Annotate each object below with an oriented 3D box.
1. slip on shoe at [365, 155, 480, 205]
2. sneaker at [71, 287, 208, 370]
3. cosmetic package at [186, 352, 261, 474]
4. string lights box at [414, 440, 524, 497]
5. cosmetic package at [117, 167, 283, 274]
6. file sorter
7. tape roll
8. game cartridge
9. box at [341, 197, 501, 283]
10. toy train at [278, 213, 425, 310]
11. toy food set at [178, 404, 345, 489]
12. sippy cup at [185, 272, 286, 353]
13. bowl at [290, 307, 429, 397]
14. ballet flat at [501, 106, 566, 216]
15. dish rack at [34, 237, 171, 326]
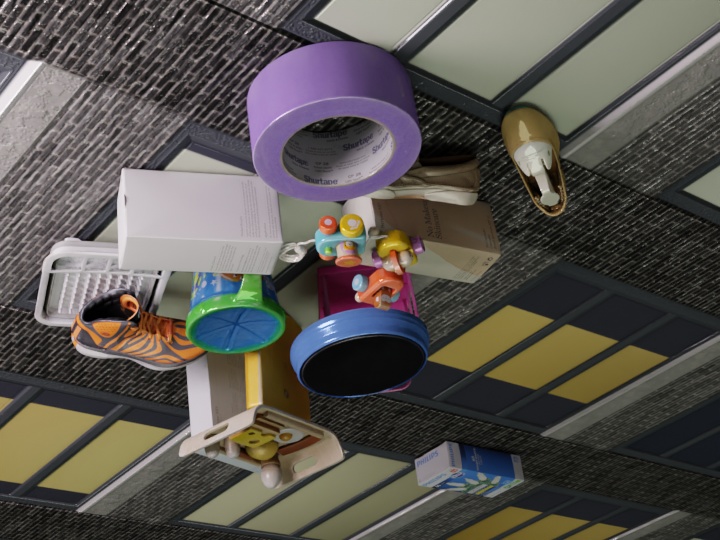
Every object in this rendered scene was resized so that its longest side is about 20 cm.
[{"bbox_3d":[0.059,-0.126,1.568,0.199,0.076,0.061,6,110,-11],"label":"slip on shoe"},{"bbox_3d":[-0.300,0.081,1.712,0.199,0.078,0.112,2,149,-19],"label":"sneaker"},{"bbox_3d":[-0.198,0.200,1.893,0.052,0.200,0.151,-28,143,27],"label":"cosmetic package"},{"bbox_3d":[0.219,0.401,2.460,0.200,0.059,0.103,15,143,-34],"label":"string lights box"},{"bbox_3d":[-0.206,-0.062,1.556,0.199,0.108,0.085,3,148,-15],"label":"cosmetic package"},{"bbox_3d":[0.013,0.092,1.842,0.139,0.126,0.200,-6,149,-5],"label":"file sorter"},{"bbox_3d":[-0.031,-0.172,1.443,0.199,0.085,0.200,-6,149,-4],"label":"tape roll"},{"bbox_3d":[-0.126,0.143,1.818,0.032,0.200,0.176,-17,147,15],"label":"game cartridge"},{"bbox_3d":[0.081,-0.052,1.658,0.199,0.095,0.078,8,144,-28],"label":"box"},{"bbox_3d":[0.000,0.000,1.581,0.200,0.056,0.150,21,135,-38],"label":"toy train"},{"bbox_3d":[-0.140,0.262,1.757,0.143,0.061,0.200,-28,144,29],"label":"toy food set"},{"bbox_3d":[-0.175,0.027,1.684,0.178,0.131,0.140,-26,144,26],"label":"sippy cup"},{"bbox_3d":[0.001,0.121,1.730,0.200,0.039,0.201,-7,148,-5],"label":"bowl"},{"bbox_3d":[0.234,-0.137,1.586,0.068,0.063,0.200,-19,147,15],"label":"ballet flat"},{"bbox_3d":[-0.360,0.015,1.703,0.171,0.044,0.200,3,147,-20],"label":"dish rack"}]
